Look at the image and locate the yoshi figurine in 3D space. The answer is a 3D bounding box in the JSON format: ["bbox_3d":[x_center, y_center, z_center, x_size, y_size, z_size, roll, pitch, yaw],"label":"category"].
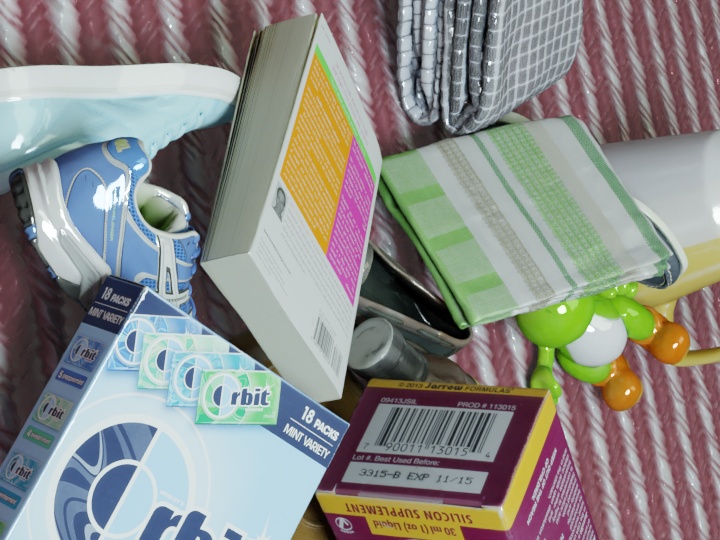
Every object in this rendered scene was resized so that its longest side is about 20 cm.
[{"bbox_3d":[0.169,0.044,1.332,0.200,0.112,0.113,31,62,-37],"label":"yoshi figurine"}]

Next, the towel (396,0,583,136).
[{"bbox_3d":[0.106,-0.216,1.299,0.165,0.085,0.201,-33,134,-49],"label":"towel"}]

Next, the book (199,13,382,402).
[{"bbox_3d":[-0.033,-0.039,1.059,0.201,0.048,0.134,-80,150,-41],"label":"book"}]

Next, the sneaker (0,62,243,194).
[{"bbox_3d":[-0.148,-0.077,1.019,0.199,0.074,0.083,-8,91,-43],"label":"sneaker"}]

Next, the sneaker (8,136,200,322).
[{"bbox_3d":[-0.119,0.006,0.976,0.076,0.077,0.200,64,2,42],"label":"sneaker"}]

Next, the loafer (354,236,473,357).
[{"bbox_3d":[0.000,0.000,1.170,0.200,0.063,0.072,39,50,-36],"label":"loafer"}]

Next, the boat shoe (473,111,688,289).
[{"bbox_3d":[0.166,-0.043,1.348,0.200,0.075,0.062,39,55,-11],"label":"boat shoe"}]

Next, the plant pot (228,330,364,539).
[{"bbox_3d":[-0.037,0.133,1.110,0.199,0.027,0.201,20,63,-45],"label":"plant pot"}]

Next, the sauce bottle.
[{"bbox_3d":[0.060,0.099,1.200,0.200,0.064,0.065,45,46,-39],"label":"sauce bottle"}]

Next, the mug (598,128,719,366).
[{"bbox_3d":[0.275,-0.035,1.446,0.187,0.153,0.150,51,43,-27],"label":"mug"}]

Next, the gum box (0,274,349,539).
[{"bbox_3d":[-0.115,0.132,0.942,0.170,0.044,0.201,37,74,-37],"label":"gum box"}]

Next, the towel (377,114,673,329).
[{"bbox_3d":[0.116,-0.037,1.255,0.199,0.031,0.150,-15,63,-34],"label":"towel"}]

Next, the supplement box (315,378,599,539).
[{"bbox_3d":[0.071,0.175,1.105,0.103,0.130,0.201,-62,141,-41],"label":"supplement box"}]
